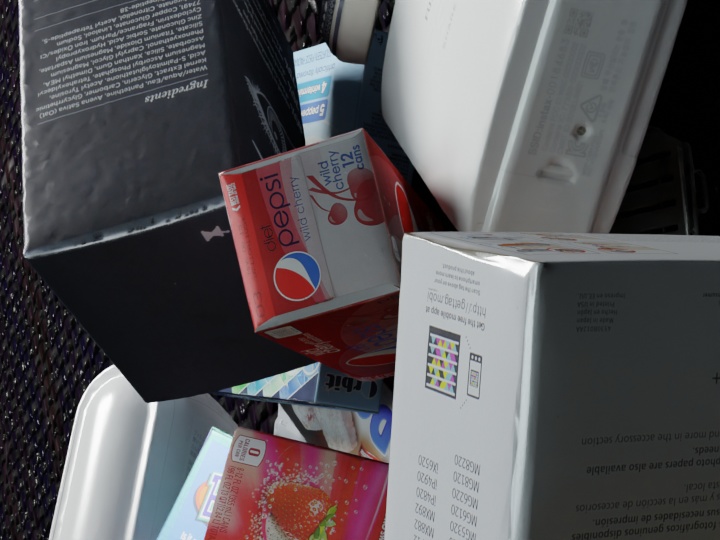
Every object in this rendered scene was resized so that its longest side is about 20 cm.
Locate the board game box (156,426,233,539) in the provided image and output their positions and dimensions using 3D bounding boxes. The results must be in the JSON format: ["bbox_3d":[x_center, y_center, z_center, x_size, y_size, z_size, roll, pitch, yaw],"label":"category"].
[{"bbox_3d":[-0.062,0.200,0.861,0.151,0.045,0.201,19,79,42],"label":"board game box"}]

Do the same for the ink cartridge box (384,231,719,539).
[{"bbox_3d":[0.111,0.079,0.544,0.084,0.198,0.178,15,102,61],"label":"ink cartridge box"}]

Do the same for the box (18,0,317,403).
[{"bbox_3d":[-0.090,-0.062,0.802,0.148,0.103,0.202,63,-164,-55],"label":"box"}]

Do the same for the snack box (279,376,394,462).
[{"bbox_3d":[-0.015,0.066,0.957,0.200,0.024,0.072,48,123,54],"label":"snack box"}]

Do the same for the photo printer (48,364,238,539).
[{"bbox_3d":[-0.124,0.166,1.010,0.069,0.167,0.202,-4,62,23],"label":"photo printer"}]

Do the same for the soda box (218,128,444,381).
[{"bbox_3d":[0.000,0.000,0.725,0.200,0.063,0.071,41,-146,-75],"label":"soda box"}]

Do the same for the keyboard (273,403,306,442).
[{"bbox_3d":[-0.005,0.096,0.970,0.200,0.011,0.057,19,102,60],"label":"keyboard"}]

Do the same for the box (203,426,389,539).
[{"bbox_3d":[-0.027,0.185,0.754,0.096,0.099,0.202,51,-127,-67],"label":"box"}]

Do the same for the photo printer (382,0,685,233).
[{"bbox_3d":[0.067,-0.114,0.712,0.200,0.069,0.168,-115,37,-63],"label":"photo printer"}]

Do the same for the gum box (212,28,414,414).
[{"bbox_3d":[-0.032,-0.025,0.944,0.169,0.044,0.202,-3,77,61],"label":"gum box"}]

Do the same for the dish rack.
[{"bbox_3d":[0.098,0.040,0.725,0.153,0.054,0.202,-14,78,60],"label":"dish rack"}]

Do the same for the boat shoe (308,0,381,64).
[{"bbox_3d":[-0.034,-0.171,0.859,0.201,0.092,0.075,-90,11,-60],"label":"boat shoe"}]
